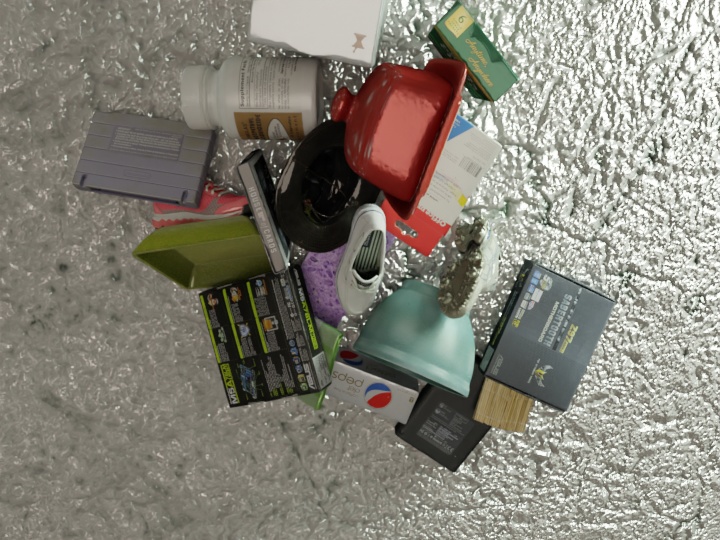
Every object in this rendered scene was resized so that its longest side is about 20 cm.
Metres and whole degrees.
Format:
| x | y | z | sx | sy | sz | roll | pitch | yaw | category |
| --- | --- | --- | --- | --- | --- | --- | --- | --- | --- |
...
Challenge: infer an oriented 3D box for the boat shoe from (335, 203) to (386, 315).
| x | y | z | sx | sy | sz | roll | pitch | yaw | category |
| --- | --- | --- | --- | --- | --- | --- | --- | --- | --- |
| 0.000 | 0.000 | 0.929 | 0.071 | 0.068 | 0.204 | -1 | 126 | -8 | boat shoe |

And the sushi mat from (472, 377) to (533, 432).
| x | y | z | sx | sy | sz | roll | pitch | yaw | category |
| --- | --- | --- | --- | --- | --- | --- | --- | --- | --- |
| 0.263 | 0.171 | 1.023 | 0.093 | 0.012 | 0.206 | 16 | 95 | -6 | sushi mat |

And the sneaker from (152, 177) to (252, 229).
| x | y | z | sx | sy | sz | roll | pitch | yaw | category |
| --- | --- | --- | --- | --- | --- | --- | --- | --- | --- |
| -0.250 | -0.115 | 0.945 | 0.194 | 0.074 | 0.090 | -3 | 99 | 19 | sneaker |

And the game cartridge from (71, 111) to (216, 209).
| x | y | z | sx | sy | sz | roll | pitch | yaw | category |
| --- | --- | --- | --- | --- | --- | --- | --- | --- | --- |
| -0.329 | -0.172 | 0.926 | 0.194 | 0.039 | 0.133 | 9 | 70 | 4 | game cartridge |

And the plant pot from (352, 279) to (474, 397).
| x | y | z | sx | sy | sz | roll | pitch | yaw | category |
| --- | --- | --- | --- | --- | --- | --- | --- | --- | --- |
| 0.100 | 0.099 | 0.958 | 0.196 | 0.200 | 0.137 | 24 | 81 | -5 | plant pot |

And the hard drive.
| x | y | z | sx | sy | sz | roll | pitch | yaw | category |
| --- | --- | --- | --- | --- | --- | --- | --- | --- | --- |
| 0.171 | 0.247 | 1.069 | 0.138 | 0.033 | 0.202 | 32 | 107 | -7 | hard drive |

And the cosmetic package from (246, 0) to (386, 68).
| x | y | z | sx | sy | sz | roll | pitch | yaw | category |
| --- | --- | --- | --- | --- | --- | --- | --- | --- | --- |
| -0.043 | -0.369 | 0.795 | 0.162 | 0.201 | 0.171 | 11 | 109 | -2 | cosmetic package |

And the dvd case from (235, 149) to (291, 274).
| x | y | z | sx | sy | sz | roll | pitch | yaw | category |
| --- | --- | --- | --- | --- | --- | --- | --- | --- | --- |
| -0.138 | -0.095 | 0.888 | 0.024 | 0.201 | 0.154 | -18 | 107 | 1 | dvd case |

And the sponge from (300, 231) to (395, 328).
| x | y | z | sx | sy | sz | roll | pitch | yaw | category |
| --- | --- | --- | --- | --- | --- | --- | --- | --- | --- |
| -0.036 | -0.009 | 1.000 | 0.110 | 0.030 | 0.202 | 32 | 107 | -7 | sponge |

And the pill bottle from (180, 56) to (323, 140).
| x | y | z | sx | sy | sz | roll | pitch | yaw | category |
| --- | --- | --- | --- | --- | --- | --- | --- | --- | --- |
| -0.155 | -0.252 | 0.884 | 0.193 | 0.115 | 0.118 | 2 | 108 | 3 | pill bottle |

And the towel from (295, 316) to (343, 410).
| x | y | z | sx | sy | sz | roll | pitch | yaw | category |
| --- | --- | --- | --- | --- | --- | --- | --- | --- | --- |
| -0.132 | 0.128 | 1.009 | 0.196 | 0.031 | 0.153 | 25 | 110 | 22 | towel |

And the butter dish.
| x | y | z | sx | sy | sz | roll | pitch | yaw | category |
| --- | --- | --- | --- | --- | --- | --- | --- | --- | --- |
| 0.030 | -0.195 | 0.790 | 0.144 | 0.201 | 0.204 | 16 | 107 | -14 | butter dish |

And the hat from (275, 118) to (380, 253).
| x | y | z | sx | sy | sz | roll | pitch | yaw | category |
| --- | --- | --- | --- | --- | --- | --- | --- | --- | --- |
| -0.057 | -0.136 | 0.906 | 0.196 | 0.081 | 0.206 | -17 | 123 | -28 | hat |

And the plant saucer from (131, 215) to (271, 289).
| x | y | z | sx | sy | sz | roll | pitch | yaw | category |
| --- | --- | --- | --- | --- | --- | --- | --- | --- | --- |
| -0.222 | -0.030 | 0.942 | 0.194 | 0.200 | 0.049 | -8 | 72 | 6 | plant saucer |

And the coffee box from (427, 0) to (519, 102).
| x | y | z | sx | sy | sz | roll | pitch | yaw | category |
| --- | --- | --- | --- | --- | --- | --- | --- | --- | --- |
| 0.144 | -0.289 | 0.810 | 0.044 | 0.201 | 0.123 | -39 | 103 | 13 | coffee box |

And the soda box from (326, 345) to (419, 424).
| x | y | z | sx | sy | sz | roll | pitch | yaw | category |
| --- | --- | --- | --- | --- | --- | --- | --- | --- | --- |
| 0.001 | 0.191 | 1.045 | 0.195 | 0.064 | 0.070 | 21 | 109 | -3 | soda box |

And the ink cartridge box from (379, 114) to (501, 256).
| x | y | z | sx | sy | sz | roll | pitch | yaw | category |
| --- | --- | --- | --- | --- | --- | --- | --- | --- | --- |
| 0.114 | -0.139 | 0.930 | 0.114 | 0.067 | 0.202 | 31 | 107 | -6 | ink cartridge box |

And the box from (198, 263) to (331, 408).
| x | y | z | sx | sy | sz | roll | pitch | yaw | category |
| --- | --- | --- | --- | --- | --- | --- | --- | --- | --- |
| -0.158 | 0.110 | 0.983 | 0.189 | 0.047 | 0.206 | -15 | 92 | 29 | box |

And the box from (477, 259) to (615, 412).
| x | y | z | sx | sy | sz | roll | pitch | yaw | category |
| --- | --- | --- | --- | --- | --- | --- | --- | --- | --- |
| 0.303 | 0.107 | 0.987 | 0.154 | 0.051 | 0.204 | 24 | 95 | -6 | box |

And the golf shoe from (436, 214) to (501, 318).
| x | y | z | sx | sy | sz | roll | pitch | yaw | category |
| --- | --- | --- | --- | --- | --- | --- | --- | --- | --- |
| 0.180 | 0.009 | 0.915 | 0.077 | 0.202 | 0.098 | -19 | 122 | 41 | golf shoe |
